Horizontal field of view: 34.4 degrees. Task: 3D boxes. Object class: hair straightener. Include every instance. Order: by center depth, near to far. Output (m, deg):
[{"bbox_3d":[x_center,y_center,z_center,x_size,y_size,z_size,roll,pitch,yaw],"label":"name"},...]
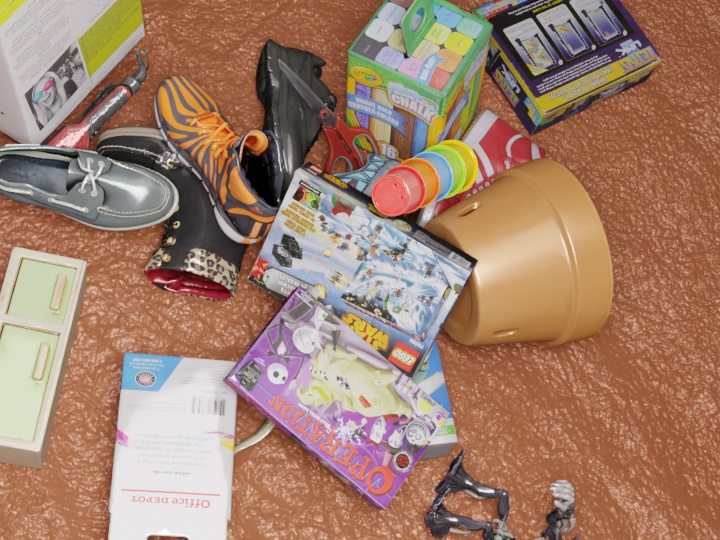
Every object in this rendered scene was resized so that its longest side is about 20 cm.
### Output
[{"bbox_3d":[-0.298,-0.162,1.252,0.041,0.077,0.200,41,84,-21],"label":"hair straightener"}]

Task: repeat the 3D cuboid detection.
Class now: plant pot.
[{"bbox_3d":[0.153,-0.004,1.230,0.139,0.200,0.201,-17,71,-19],"label":"plant pot"}]

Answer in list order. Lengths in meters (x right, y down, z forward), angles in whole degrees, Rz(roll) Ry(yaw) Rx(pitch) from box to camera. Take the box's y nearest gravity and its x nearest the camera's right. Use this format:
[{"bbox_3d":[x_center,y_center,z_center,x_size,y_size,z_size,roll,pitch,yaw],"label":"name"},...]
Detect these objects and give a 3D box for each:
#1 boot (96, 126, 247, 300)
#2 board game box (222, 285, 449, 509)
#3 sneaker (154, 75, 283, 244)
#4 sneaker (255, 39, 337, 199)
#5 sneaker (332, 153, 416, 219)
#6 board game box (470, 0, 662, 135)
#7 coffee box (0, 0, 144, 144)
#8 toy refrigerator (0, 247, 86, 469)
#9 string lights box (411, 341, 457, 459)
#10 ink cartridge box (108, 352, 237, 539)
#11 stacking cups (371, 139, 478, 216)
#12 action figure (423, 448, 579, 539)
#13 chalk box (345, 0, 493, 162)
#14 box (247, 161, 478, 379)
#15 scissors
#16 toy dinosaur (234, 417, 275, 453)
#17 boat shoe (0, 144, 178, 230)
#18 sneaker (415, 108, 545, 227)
[{"bbox_3d":[-0.200,-0.061,1.242,0.199,0.073,0.151,19,63,-11],"label":"boot"},{"bbox_3d":[-0.021,0.124,1.137,0.200,0.032,0.120,40,72,-8],"label":"board game box"},{"bbox_3d":[-0.135,-0.133,1.192,0.077,0.112,0.201,-30,82,-31],"label":"sneaker"},{"bbox_3d":[-0.069,-0.173,1.325,0.090,0.076,0.201,4,67,-18],"label":"sneaker"},{"bbox_3d":[-0.025,-0.058,1.289,0.200,0.080,0.095,-35,59,-23],"label":"sneaker"},{"bbox_3d":[0.252,-0.281,1.461,0.199,0.057,0.166,-26,76,-23],"label":"board game box"},{"bbox_3d":[-0.369,-0.295,1.217,0.199,0.198,0.200,31,62,13],"label":"coffee box"},{"bbox_3d":[-0.327,0.084,1.143,0.075,0.070,0.201,12,63,-8],"label":"toy refrigerator"},{"bbox_3d":[0.029,0.099,1.229,0.102,0.059,0.201,-6,67,-14],"label":"string lights box"},{"bbox_3d":[-0.183,0.189,1.131,0.114,0.068,0.201,6,64,-10],"label":"ink cartridge box"},{"bbox_3d":[0.061,-0.090,1.188,0.060,0.061,0.200,44,27,8],"label":"stacking cups"},{"bbox_3d":[0.165,0.270,1.164,0.199,0.102,0.119,32,51,3],"label":"action figure"},{"bbox_3d":[0.064,-0.222,1.295,0.123,0.200,0.125,27,62,13],"label":"chalk box"},{"bbox_3d":[0.000,0.000,1.164,0.199,0.137,0.040,31,27,7],"label":"box"},{"bbox_3d":[-0.031,-0.170,1.279,0.073,0.201,0.014,-32,43,-8],"label":"scissors"},{"bbox_3d":[-0.065,0.103,1.196,0.047,0.088,0.201,38,61,-27],"label":"toy dinosaur"},{"bbox_3d":[-0.285,-0.087,1.176,0.199,0.062,0.073,11,83,-2],"label":"boat shoe"},{"bbox_3d":[0.145,-0.091,1.339,0.112,0.071,0.200,31,60,5],"label":"sneaker"}]
